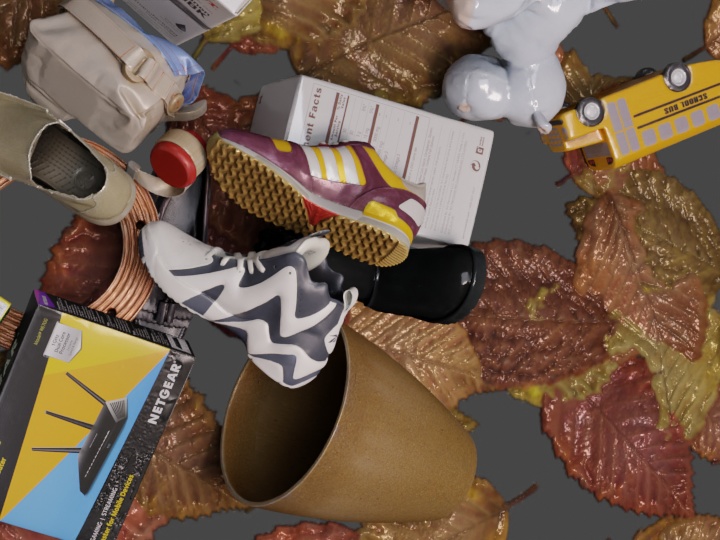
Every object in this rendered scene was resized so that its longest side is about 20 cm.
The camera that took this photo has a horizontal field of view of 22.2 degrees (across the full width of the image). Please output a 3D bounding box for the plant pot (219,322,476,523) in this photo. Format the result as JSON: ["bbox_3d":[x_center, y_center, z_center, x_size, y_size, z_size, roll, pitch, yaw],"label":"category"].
[{"bbox_3d":[0.005,0.155,1.689,0.200,0.186,0.187,25,80,-33],"label":"plant pot"}]

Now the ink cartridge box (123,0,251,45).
[{"bbox_3d":[-0.165,-0.284,1.603,0.144,0.200,0.084,41,75,-16],"label":"ink cartridge box"}]

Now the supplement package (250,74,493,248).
[{"bbox_3d":[0.003,-0.098,1.710,0.200,0.117,0.117,15,86,-20],"label":"supplement package"}]

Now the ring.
[{"bbox_3d":[-0.277,-0.023,1.633,0.200,0.019,0.201,1,84,-8],"label":"ring"}]

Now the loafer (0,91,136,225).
[{"bbox_3d":[-0.286,-0.110,1.593,0.200,0.068,0.076,26,76,2],"label":"loafer"}]

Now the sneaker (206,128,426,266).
[{"bbox_3d":[-0.037,-0.082,1.603,0.200,0.075,0.090,29,55,-10],"label":"sneaker"}]

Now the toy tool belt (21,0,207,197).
[{"bbox_3d":[-0.194,-0.172,1.628,0.200,0.125,0.123,37,52,5],"label":"toy tool belt"}]

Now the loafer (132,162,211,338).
[{"bbox_3d":[-0.174,-0.014,1.668,0.072,0.063,0.200,11,85,-21],"label":"loafer"}]

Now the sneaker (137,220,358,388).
[{"bbox_3d":[-0.088,-0.006,1.588,0.199,0.079,0.130,42,110,11],"label":"sneaker"}]

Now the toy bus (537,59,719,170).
[{"bbox_3d":[0.280,-0.157,1.849,0.200,0.065,0.078,-23,99,-21],"label":"toy bus"}]

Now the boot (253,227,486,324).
[{"bbox_3d":[0.000,-0.001,1.671,0.162,0.198,0.073,14,81,-27],"label":"boot"}]

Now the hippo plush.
[{"bbox_3d":[0.151,-0.226,1.781,0.200,0.159,0.161,-1,120,-7],"label":"hippo plush"}]

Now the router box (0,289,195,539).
[{"bbox_3d":[-0.253,0.134,1.609,0.149,0.051,0.200,20,102,-20],"label":"router box"}]

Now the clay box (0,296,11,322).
[{"bbox_3d":[-0.415,0.023,1.570,0.200,0.048,0.115,34,77,-5],"label":"clay box"}]
